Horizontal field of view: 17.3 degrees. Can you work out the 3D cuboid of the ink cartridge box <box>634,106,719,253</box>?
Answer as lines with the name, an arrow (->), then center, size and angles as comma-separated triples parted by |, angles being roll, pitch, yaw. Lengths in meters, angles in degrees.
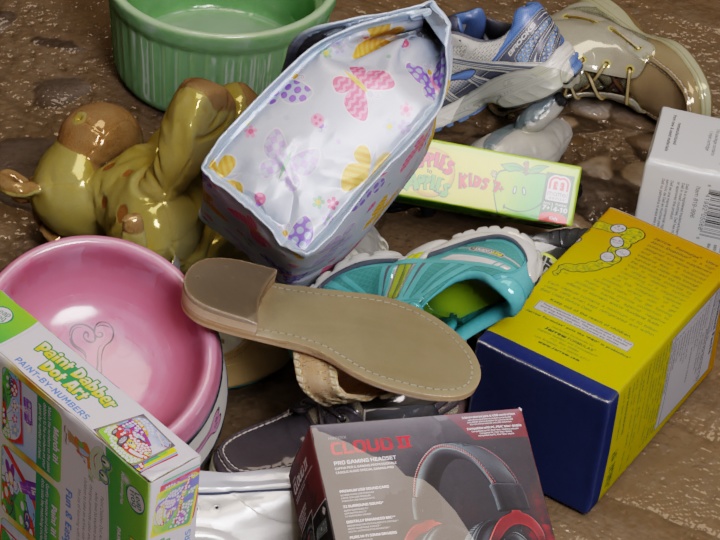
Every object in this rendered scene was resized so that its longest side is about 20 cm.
ink cartridge box -> 0.309, -0.027, 1.807 | 0.200, 0.147, 0.083 | 14, 38, 8

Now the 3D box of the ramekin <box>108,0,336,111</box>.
ramekin -> -0.120, -0.213, 2.019 | 0.200, 0.098, 0.200 | 4, 38, -3

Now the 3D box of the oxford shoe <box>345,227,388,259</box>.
oxford shoe -> 0.000, 0.000, 1.791 | 0.058, 0.075, 0.200 | -11, 37, -18

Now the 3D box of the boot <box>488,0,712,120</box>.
boot -> 0.190, -0.162, 2.020 | 0.154, 0.072, 0.200 | -16, 38, -26

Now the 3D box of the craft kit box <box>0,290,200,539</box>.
craft kit box -> -0.182, 0.144, 1.484 | 0.048, 0.200, 0.197 | -25, 48, -34

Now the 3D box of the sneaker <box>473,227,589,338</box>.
sneaker -> 0.119, 0.018, 1.801 | 0.200, 0.075, 0.077 | -12, 77, -30

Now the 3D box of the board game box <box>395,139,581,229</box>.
board game box -> 0.062, -0.073, 1.826 | 0.200, 0.048, 0.102 | 10, -1, -3

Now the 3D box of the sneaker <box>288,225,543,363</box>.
sneaker -> 0.032, 0.026, 1.651 | 0.200, 0.078, 0.080 | -22, 24, 23

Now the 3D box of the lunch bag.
lunch bag -> -0.018, -0.096, 1.681 | 0.127, 0.170, 0.200 | 43, 80, 5

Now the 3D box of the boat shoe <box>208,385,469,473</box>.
boat shoe -> -0.012, 0.105, 1.662 | 0.200, 0.065, 0.072 | -13, 45, -20

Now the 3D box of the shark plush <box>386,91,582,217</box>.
shark plush -> 0.095, -0.074, 1.930 | 0.200, 0.091, 0.083 | -33, 27, -19

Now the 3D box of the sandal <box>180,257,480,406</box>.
sandal -> -0.022, 0.057, 1.609 | 0.211, 0.070, 0.078 | 19, 45, 8

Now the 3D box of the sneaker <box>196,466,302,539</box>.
sneaker -> -0.070, 0.173, 1.581 | 0.200, 0.073, 0.071 | -1, 67, -13

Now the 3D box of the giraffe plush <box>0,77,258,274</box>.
giraffe plush -> -0.175, -0.063, 1.801 | 0.162, 0.173, 0.200 | 18, 64, 31

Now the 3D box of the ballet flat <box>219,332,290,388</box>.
ballet flat -> -0.140, 0.057, 1.706 | 0.200, 0.063, 0.069 | -12, 39, -22

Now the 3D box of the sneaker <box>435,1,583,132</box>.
sneaker -> 0.086, -0.173, 1.952 | 0.200, 0.085, 0.077 | -16, 18, 35

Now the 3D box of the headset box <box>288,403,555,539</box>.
headset box -> 0.044, 0.178, 1.516 | 0.148, 0.075, 0.200 | -3, 60, -17

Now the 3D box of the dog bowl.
dog bowl -> -0.184, 0.065, 1.620 | 0.200, 0.074, 0.200 | 5, 65, -10

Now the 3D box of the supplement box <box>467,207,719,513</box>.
supplement box -> 0.172, 0.061, 1.707 | 0.109, 0.109, 0.200 | 25, 42, 23
